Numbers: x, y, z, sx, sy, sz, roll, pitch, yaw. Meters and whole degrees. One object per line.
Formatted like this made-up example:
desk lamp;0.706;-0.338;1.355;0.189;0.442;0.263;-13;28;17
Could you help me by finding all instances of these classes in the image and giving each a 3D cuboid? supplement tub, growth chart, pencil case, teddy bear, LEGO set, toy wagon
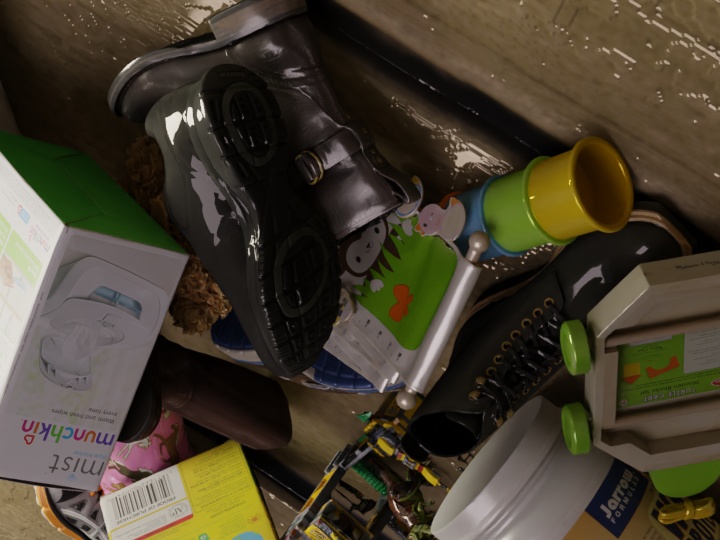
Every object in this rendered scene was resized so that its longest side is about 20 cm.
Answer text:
supplement tub;0.161;0.195;1.180;0.200;0.145;0.144;40;138;-2
growth chart;0.000;0.000;1.139;0.200;0.018;0.146;28;105;44
pencil case;-0.198;0.111;1.407;0.086;0.083;0.201;12;134;43
teddy bear;-0.132;-0.021;1.223;0.200;0.066;0.146;143;112;-66
LEGO set;0.037;0.201;1.292;0.200;0.116;0.154;47;138;-10
toy wagon;0.201;0.076;1.073;0.154;0.040;0.201;-9;130;-5

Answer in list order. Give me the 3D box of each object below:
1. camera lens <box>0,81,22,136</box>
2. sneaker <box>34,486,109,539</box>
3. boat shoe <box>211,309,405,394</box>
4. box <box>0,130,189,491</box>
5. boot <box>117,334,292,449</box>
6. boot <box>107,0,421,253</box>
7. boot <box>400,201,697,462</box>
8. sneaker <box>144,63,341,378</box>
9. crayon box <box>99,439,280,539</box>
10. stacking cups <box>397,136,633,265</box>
camera lens;-0.332;-0.095;1.261;0.159;0.160;0.201;7;129;31
sneaker;-0.219;0.216;1.528;0.077;0.078;0.201;-14;121;27
boat shoe;-0.016;0.051;1.225;0.199;0.073;0.072;13;166;46
box;-0.222;0.022;1.158;0.200;0.096;0.177;38;110;53
boot;-0.113;0.099;1.248;0.200;0.187;0.064;33;103;-34
boot;-0.069;-0.079;1.128;0.199;0.069;0.175;-22;96;42
boot;0.118;0.048;1.087;0.077;0.138;0.200;43;137;-5
sneaker;-0.076;-0.028;1.090;0.090;0.076;0.201;-9;100;43
crayon box;-0.123;0.226;1.327;0.126;0.200;0.051;-23;123;-3
stacking cups;0.078;-0.032;1.104;0.199;0.061;0.061;-16;116;43
